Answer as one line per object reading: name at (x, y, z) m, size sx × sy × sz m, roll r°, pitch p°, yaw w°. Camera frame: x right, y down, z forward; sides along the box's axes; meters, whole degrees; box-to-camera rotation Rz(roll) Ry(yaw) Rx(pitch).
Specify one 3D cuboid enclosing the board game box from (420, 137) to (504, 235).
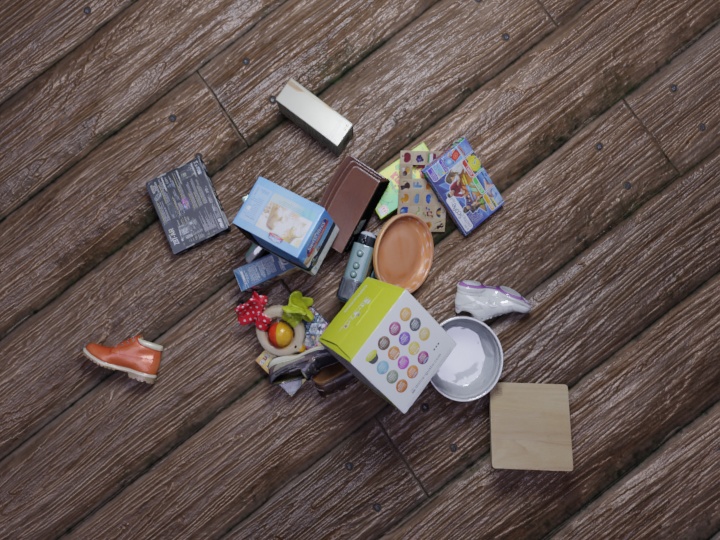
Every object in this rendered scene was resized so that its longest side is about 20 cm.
board game box at (0.260, -0.211, 1.518) m, size 0.134 × 0.034 × 0.202 m, roll -37°, pitch 108°, yaw -1°

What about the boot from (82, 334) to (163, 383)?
boot at (-0.606, 0.208, 1.540) m, size 0.195 × 0.075 × 0.110 m, roll 19°, pitch 85°, yaw -6°

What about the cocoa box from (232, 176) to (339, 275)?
cocoa box at (-0.174, -0.104, 1.414) m, size 0.197 × 0.131 × 0.135 m, roll 27°, pitch 79°, yaw 20°

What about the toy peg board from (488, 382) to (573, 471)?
toy peg board at (0.414, 0.393, 1.506) m, size 0.194 × 0.098 × 0.205 m, roll 2°, pitch 72°, yaw 1°

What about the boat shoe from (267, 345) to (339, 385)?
boat shoe at (-0.134, 0.239, 1.480) m, size 0.194 × 0.073 × 0.066 m, roll -13°, pitch 47°, yaw 5°

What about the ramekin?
ramekin at (0.250, 0.215, 1.499) m, size 0.194 × 0.105 × 0.207 m, roll 0°, pitch 88°, yaw 1°

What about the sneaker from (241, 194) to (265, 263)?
sneaker at (-0.269, -0.124, 1.540) m, size 0.116 × 0.074 × 0.204 m, roll 30°, pitch 79°, yaw -4°

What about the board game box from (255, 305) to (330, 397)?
board game box at (-0.156, 0.202, 1.544) m, size 0.135 × 0.035 × 0.201 m, roll 43°, pitch 89°, yaw 3°

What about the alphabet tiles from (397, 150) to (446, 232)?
alphabet tiles at (0.175, -0.199, 1.527) m, size 0.162 × 0.008 × 0.206 m, roll -1°, pitch 106°, yaw -12°

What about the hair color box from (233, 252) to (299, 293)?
hair color box at (-0.212, -0.010, 1.522) m, size 0.196 × 0.100 × 0.062 m, roll -25°, pitch 86°, yaw 0°

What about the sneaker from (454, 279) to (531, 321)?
sneaker at (0.333, 0.088, 1.531) m, size 0.194 × 0.075 × 0.102 m, roll 12°, pitch 106°, yaw 2°

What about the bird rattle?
bird rattle at (-0.208, 0.136, 1.486) m, size 0.194 × 0.113 × 0.168 m, roll -7°, pitch 104°, yaw 4°

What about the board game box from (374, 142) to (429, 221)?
board game box at (0.107, -0.228, 1.551) m, size 0.198 × 0.048 × 0.103 m, roll -34°, pitch 87°, yaw 0°

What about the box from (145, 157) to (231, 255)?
box at (-0.447, -0.166, 1.563) m, size 0.157 × 0.044 × 0.204 m, roll -25°, pitch 87°, yaw 0°

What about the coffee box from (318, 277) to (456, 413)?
coffee box at (0.056, 0.164, 1.385) m, size 0.198 × 0.199 × 0.201 m, roll 45°, pitch 78°, yaw -24°

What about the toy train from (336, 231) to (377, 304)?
toy train at (0.000, 0.000, 1.505) m, size 0.083 × 0.114 × 0.205 m, roll 18°, pitch 88°, yaw 13°

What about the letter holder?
letter holder at (-0.041, -0.171, 1.494) m, size 0.140 × 0.100 × 0.203 m, roll 33°, pitch 107°, yaw 10°

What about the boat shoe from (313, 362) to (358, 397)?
boat shoe at (-0.025, 0.254, 1.526) m, size 0.196 × 0.071 × 0.072 m, roll -24°, pitch 124°, yaw -9°

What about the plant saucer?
plant saucer at (0.103, -0.041, 1.501) m, size 0.196 × 0.037 × 0.206 m, roll -8°, pitch 103°, yaw -37°

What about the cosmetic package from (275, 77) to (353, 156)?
cosmetic package at (-0.114, -0.390, 1.536) m, size 0.198 × 0.105 × 0.072 m, roll 37°, pitch 87°, yaw 1°
